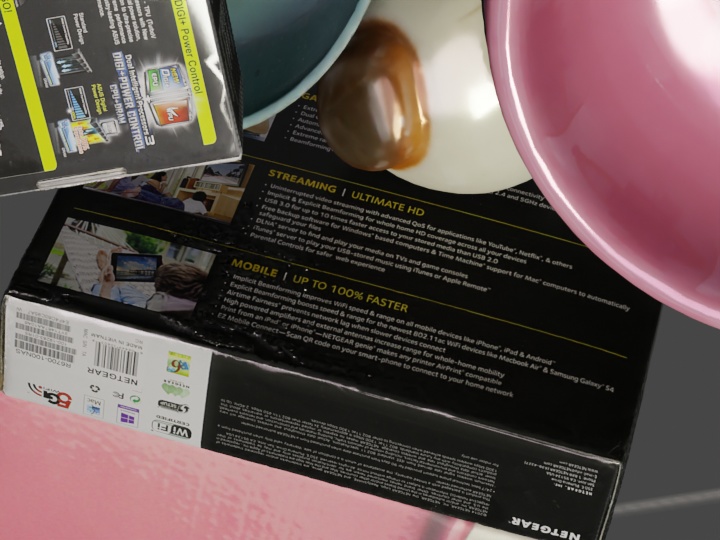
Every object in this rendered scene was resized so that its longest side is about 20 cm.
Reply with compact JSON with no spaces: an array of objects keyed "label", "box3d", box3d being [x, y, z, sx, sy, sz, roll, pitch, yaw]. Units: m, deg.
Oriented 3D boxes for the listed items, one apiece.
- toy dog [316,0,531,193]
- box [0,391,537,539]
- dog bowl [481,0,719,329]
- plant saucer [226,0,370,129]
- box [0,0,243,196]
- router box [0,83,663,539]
[{"label":"toy dog","box3d":[0.087,-0.071,0.805,0.200,0.140,0.194,8,119,26]},{"label":"box","box3d":[-0.025,0.070,0.928,0.200,0.128,0.109,17,125,3]},{"label":"dog bowl","box3d":[0.120,-0.066,0.651,0.200,0.074,0.200,11,126,15]},{"label":"plant saucer","box3d":[-0.059,-0.142,0.812,0.200,0.036,0.200,13,111,35]},{"label":"box","box3d":[-0.128,-0.113,0.734,0.160,0.044,0.200,-10,123,3]},{"label":"router box","box3d":[0.000,0.000,0.858,0.200,0.149,0.051,15,135,5]}]
